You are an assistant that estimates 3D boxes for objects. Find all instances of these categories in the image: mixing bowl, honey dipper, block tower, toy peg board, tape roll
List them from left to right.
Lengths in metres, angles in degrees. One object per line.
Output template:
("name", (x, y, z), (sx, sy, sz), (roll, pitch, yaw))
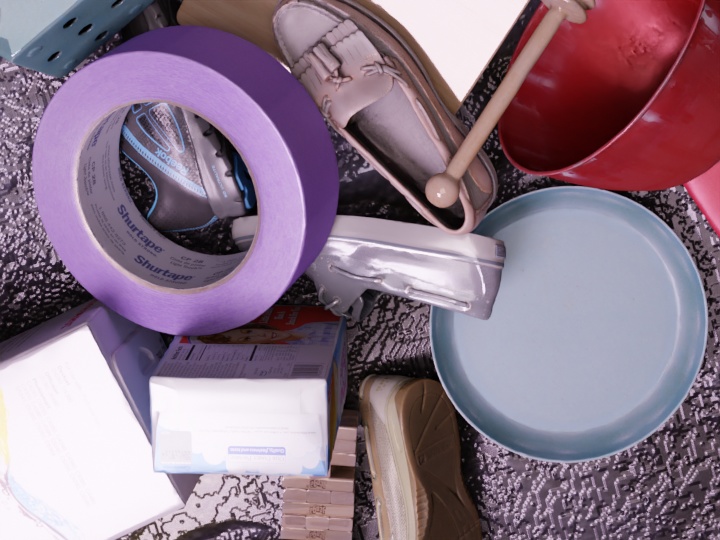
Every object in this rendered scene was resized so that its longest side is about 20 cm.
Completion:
("tape roll", (-0.118, -0.059, 1.146), (0.199, 0.066, 0.201), (9, 116, 18))
("block tower", (-0.032, 0.197, 1.253), (0.058, 0.054, 0.201), (4, 107, 0))
("toy peg board", (0.013, -0.213, 1.174), (0.200, 0.098, 0.199), (32, 116, -3))
("honey dipper", (0.100, -0.128, 1.111), (0.038, 0.038, 0.200), (35, 85, -4))
("mixing bowl", (0.196, -0.130, 1.133), (0.108, 0.200, 0.200), (27, 102, -25))

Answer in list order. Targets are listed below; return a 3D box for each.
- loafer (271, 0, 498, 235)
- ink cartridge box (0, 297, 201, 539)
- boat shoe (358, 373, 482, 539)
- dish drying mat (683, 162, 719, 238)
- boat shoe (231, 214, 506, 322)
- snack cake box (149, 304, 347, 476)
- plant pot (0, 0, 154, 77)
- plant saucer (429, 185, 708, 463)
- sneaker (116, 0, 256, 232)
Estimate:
("loafer", (0.016, -0.106, 1.132), (0.072, 0.063, 0.200), (-39, 101, 25))
("ink cartridge box", (-0.230, 0.124, 1.212), (0.200, 0.147, 0.146), (-26, 98, 8))
("boat shoe", (0.039, 0.174, 1.254), (0.063, 0.073, 0.201), (5, 110, 47))
("dish drying mat", (0.294, -0.037, 1.217), (0.077, 0.018, 0.200), (-35, 97, 8))
("boat shoe", (0.001, 0.000, 1.194), (0.200, 0.070, 0.072), (6, 87, 17))
("snack cake box", (-0.072, 0.077, 1.166), (0.115, 0.200, 0.067), (0, 103, 4))
("plant pot", (-0.235, -0.236, 1.124), (0.141, 0.141, 0.200), (-39, 82, 9))
("plant saucer", (0.149, 0.038, 1.229), (0.199, 0.027, 0.201), (0, 97, 0))
("sneaker", (-0.146, -0.122, 1.199), (0.082, 0.073, 0.201), (-20, 97, 12))
